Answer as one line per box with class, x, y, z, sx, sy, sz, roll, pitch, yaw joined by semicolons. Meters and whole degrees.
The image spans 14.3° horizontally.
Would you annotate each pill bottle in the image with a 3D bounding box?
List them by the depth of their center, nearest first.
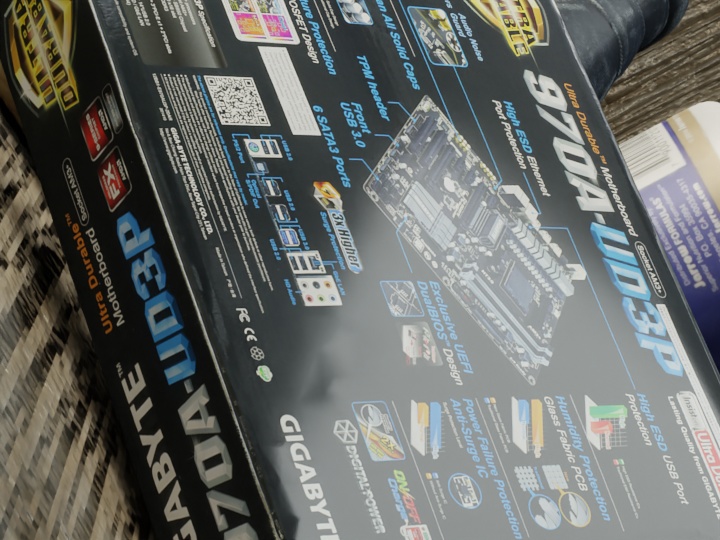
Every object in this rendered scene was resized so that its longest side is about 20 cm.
pill bottle;0.081;0.027;1.139;0.116;0.200;0.116;61;5;-10

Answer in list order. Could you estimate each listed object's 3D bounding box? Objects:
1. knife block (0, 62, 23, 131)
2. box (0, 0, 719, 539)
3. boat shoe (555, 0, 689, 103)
knife block;-0.052;-0.037;0.857;0.176;0.064;0.200;60;4;-35
box;0.005;-0.001;0.719;0.159;0.046;0.200;0;58;-38
boat shoe;0.016;-0.071;0.953;0.200;0.091;0.071;3;-57;46
